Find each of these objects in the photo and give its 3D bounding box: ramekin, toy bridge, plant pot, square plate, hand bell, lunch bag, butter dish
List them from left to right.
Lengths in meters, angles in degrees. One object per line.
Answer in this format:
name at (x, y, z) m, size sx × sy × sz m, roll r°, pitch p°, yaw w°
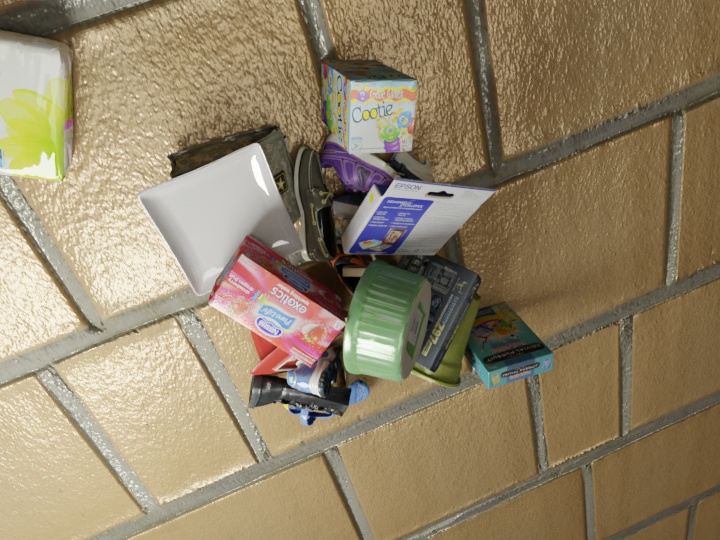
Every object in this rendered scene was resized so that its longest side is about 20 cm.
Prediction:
square plate at (-0.213, -0.078, 0.848) m, size 0.195 × 0.029 × 0.202 m, roll -24°, pitch 126°, yaw -5°
lunch bag at (-0.198, -0.136, 0.906) m, size 0.197 × 0.118 × 0.166 m, roll -22°, pitch 125°, yaw -12°
butter dish at (-0.134, 0.096, 1.042) m, size 0.199 × 0.149 × 0.199 m, roll -37°, pitch 166°, yaw 5°
toy bridge at (0.000, 0.000, 0.976) m, size 0.066 × 0.027 × 0.205 m, roll 1°, pitch 102°, yaw 4°
hand bell at (0.029, 0.200, 1.191) m, size 0.197 × 0.104 × 0.106 m, roll -10°, pitch 121°, yaw -28°
ramekin at (0.053, 0.090, 0.919) m, size 0.096 × 0.200 × 0.204 m, roll 13°, pitch 119°, yaw 18°
plant pot at (0.159, 0.111, 1.123) m, size 0.198 × 0.200 × 0.187 m, roll 22°, pitch 98°, yaw -26°

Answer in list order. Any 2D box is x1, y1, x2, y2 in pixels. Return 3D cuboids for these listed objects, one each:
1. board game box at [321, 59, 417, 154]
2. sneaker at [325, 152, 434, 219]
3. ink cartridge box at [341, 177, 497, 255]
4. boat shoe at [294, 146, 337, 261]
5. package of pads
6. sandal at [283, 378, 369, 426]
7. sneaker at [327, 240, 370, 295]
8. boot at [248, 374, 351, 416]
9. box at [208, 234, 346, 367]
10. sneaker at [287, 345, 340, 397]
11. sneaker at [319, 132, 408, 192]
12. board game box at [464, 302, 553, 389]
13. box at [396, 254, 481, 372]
board game box at (0.006, -0.266, 0.851) m, size 0.103 × 0.201 × 0.105 m, roll -5°, pitch 119°, yaw -14°
sneaker at (0.039, -0.162, 1.004) m, size 0.196 × 0.081 × 0.150 m, roll 9°, pitch 84°, yaw 7°
ink cartridge box at (0.090, -0.094, 0.889) m, size 0.194 × 0.048 × 0.201 m, roll 1°, pitch 146°, yaw -28°
boat shoe at (-0.075, -0.115, 0.949) m, size 0.059 × 0.072 × 0.206 m, roll 5°, pitch 111°, yaw 23°
package of pads at (-0.503, -0.238, 0.779) m, size 0.151 × 0.068 × 0.204 m, roll 4°, pitch 116°, yaw -19°
sandal at (-0.070, 0.295, 1.194) m, size 0.196 × 0.087 × 0.081 m, roll -13°, pitch 119°, yaw -13°
sneaker at (0.014, 0.027, 1.061) m, size 0.198 × 0.112 × 0.078 m, roll 31°, pitch 105°, yaw -29°
boot at (-0.129, 0.260, 1.109) m, size 0.196 × 0.165 × 0.067 m, roll 9°, pitch 73°, yaw -13°
box at (-0.129, 0.049, 0.855) m, size 0.199 × 0.096 × 0.100 m, roll 36°, pitch 104°, yaw -18°
sneaker at (-0.083, 0.185, 1.032) m, size 0.075 × 0.200 × 0.078 m, roll 6°, pitch 91°, yaw 8°
sneaker at (0.014, -0.163, 0.940) m, size 0.198 × 0.080 × 0.084 m, roll 34°, pitch 104°, yaw 16°
board game box at (0.300, 0.157, 1.171) m, size 0.148 × 0.201 × 0.048 m, roll -14°, pitch 121°, yaw -10°
box at (0.119, 0.069, 1.032) m, size 0.203 × 0.156 × 0.051 m, roll -63°, pitch 151°, yaw -4°
